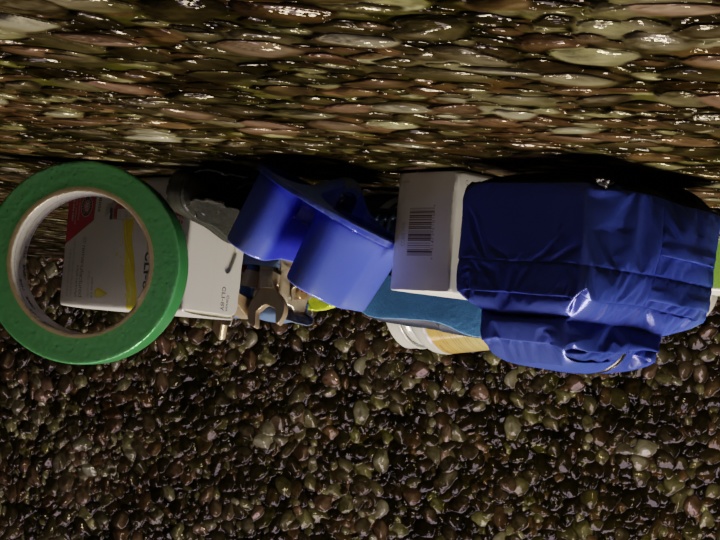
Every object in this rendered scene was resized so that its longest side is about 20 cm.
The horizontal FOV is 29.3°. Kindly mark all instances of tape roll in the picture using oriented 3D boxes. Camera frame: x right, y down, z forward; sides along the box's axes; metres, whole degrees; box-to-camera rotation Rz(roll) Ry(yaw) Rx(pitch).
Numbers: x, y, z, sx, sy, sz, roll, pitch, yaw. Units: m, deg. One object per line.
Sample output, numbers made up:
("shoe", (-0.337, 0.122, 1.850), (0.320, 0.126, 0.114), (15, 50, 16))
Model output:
("tape roll", (-0.273, -0.007, 1.373), (0.199, 0.202, 0.048), (4, 177, 5))

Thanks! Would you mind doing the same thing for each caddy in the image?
("caddy", (-0.034, -0.040, 1.280), (0.141, 0.105, 0.200), (33, -175, 15))

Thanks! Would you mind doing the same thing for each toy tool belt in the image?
("toy tool belt", (-0.097, 0.026, 1.540), (0.124, 0.124, 0.199), (20, 171, -37))

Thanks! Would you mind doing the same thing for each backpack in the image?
("backpack", (0.195, 0.001, 1.158), (0.199, 0.169, 0.162), (2, -174, -40))

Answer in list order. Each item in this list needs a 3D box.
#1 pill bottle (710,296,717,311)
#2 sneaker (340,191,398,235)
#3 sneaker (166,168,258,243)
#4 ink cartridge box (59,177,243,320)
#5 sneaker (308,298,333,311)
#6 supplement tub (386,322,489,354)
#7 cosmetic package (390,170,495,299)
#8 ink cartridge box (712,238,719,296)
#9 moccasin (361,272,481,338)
("pill bottle", (0.351, 0.015, 1.648), (0.114, 0.115, 0.200), (3, 177, 33))
("sneaker", (0.049, -0.041, 1.383), (0.199, 0.076, 0.084), (1, -176, 12))
("sneaker", (-0.117, -0.063, 1.381), (0.104, 0.060, 0.199), (6, 171, 34))
("ink cartridge box", (-0.227, -0.026, 1.499), (0.199, 0.146, 0.083), (2, 175, 38))
("sneaker", (0.000, 0.000, 1.609), (0.199, 0.075, 0.083), (-15, 174, 29))
("supplement tub", (0.139, 0.024, 1.635), (0.199, 0.146, 0.144), (-8, 171, 32))
("cosmetic package", (0.127, -0.025, 1.280), (0.199, 0.114, 0.081), (5, 178, -42))
("ink cartridge box", (0.330, -0.017, 1.436), (0.147, 0.076, 0.200), (4, 178, 11))
("moccasin", (0.095, 0.030, 1.529), (0.199, 0.081, 0.068), (12, 180, 5))
